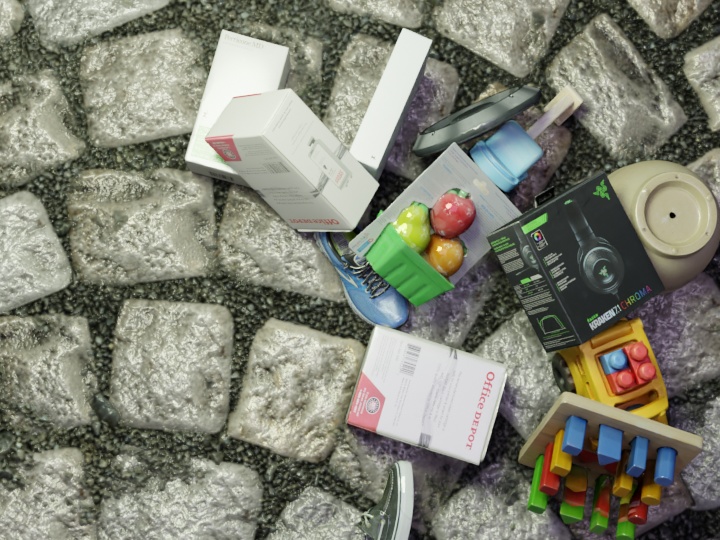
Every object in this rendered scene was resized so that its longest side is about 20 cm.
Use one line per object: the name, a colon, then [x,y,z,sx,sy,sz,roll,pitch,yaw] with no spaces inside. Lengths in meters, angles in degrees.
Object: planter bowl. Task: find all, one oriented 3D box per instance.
planter bowl: [0.437,-0.070,1.639,0.198,0.135,0.202,0,83,-4]

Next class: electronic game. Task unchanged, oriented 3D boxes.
electronic game: [0.165,-0.211,1.610,0.199,0.200,0.042,-28,100,-6]

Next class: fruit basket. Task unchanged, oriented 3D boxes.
fruit basket: [0.104,-0.058,1.562,0.200,0.094,0.185,-48,129,4]

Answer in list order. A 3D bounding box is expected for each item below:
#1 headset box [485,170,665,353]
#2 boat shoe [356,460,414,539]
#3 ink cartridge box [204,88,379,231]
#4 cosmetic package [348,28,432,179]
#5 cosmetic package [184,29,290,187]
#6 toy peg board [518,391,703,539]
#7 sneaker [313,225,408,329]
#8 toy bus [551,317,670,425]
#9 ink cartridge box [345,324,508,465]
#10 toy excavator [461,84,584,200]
headset box: [0.294,-0.018,1.563,0.173,0.093,0.201,-28,91,-27]
boat shoe: [0.029,0.365,1.587,0.070,0.072,0.202,11,84,-6]
ink cartridge box: [-0.093,-0.147,1.548,0.200,0.146,0.083,45,65,-32]
cosmetic package: [0.039,-0.227,1.627,0.051,0.151,0.201,23,81,0]
cosmetic package: [-0.177,-0.233,1.649,0.107,0.085,0.202,14,83,0]
toy peg board: [0.331,0.280,1.543,0.198,0.200,0.098,18,56,-1]
sneaker: [0.000,0.000,1.626,0.078,0.089,0.201,-36,88,-7]
toy bus: [0.369,0.165,1.576,0.135,0.192,0.202,-20,85,-7]
ink cartridge box: [0.093,0.177,1.611,0.198,0.083,0.148,18,82,0]
toy excavator: [0.237,-0.184,1.651,0.200,0.194,0.100,-43,86,20]
